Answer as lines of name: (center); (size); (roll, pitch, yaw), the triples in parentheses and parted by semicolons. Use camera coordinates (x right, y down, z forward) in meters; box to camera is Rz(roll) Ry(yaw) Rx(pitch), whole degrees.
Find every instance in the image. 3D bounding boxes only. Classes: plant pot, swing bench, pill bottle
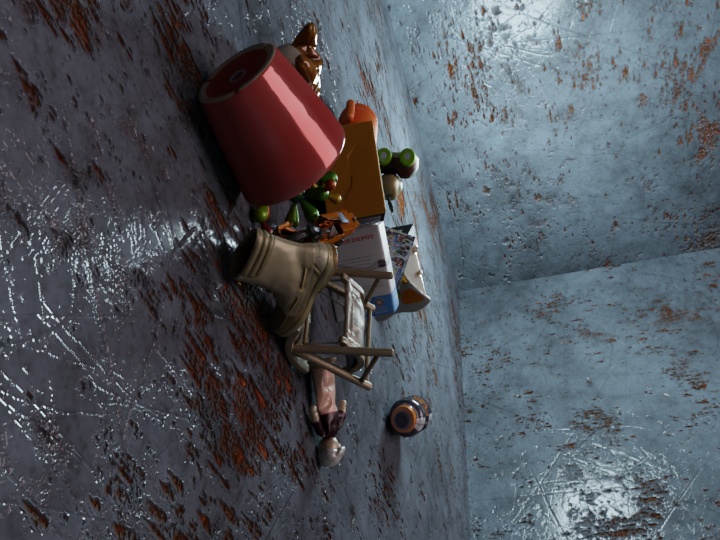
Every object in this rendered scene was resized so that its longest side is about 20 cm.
plant pot: (-0.147, -0.235, 1.001); (0.179, 0.196, 0.204); (56, 27, -39)
swing bench: (-0.047, 0.089, 1.210); (0.131, 0.195, 0.203); (119, -18, -45)
pill bottle: (0.141, 0.420, 1.848); (0.200, 0.103, 0.110); (23, 58, -73)

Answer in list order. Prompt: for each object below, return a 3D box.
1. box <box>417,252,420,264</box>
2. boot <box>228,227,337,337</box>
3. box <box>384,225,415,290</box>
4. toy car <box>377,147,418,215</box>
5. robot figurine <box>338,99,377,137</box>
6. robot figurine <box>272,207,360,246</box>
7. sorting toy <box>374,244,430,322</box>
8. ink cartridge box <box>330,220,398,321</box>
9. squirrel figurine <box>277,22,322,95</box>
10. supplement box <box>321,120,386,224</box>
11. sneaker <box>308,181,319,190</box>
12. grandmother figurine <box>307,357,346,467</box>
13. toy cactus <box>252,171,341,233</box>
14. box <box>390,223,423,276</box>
box: (0.117, 0.031, 1.948); (0.197, 0.021, 0.169); (-13, 99, -45)
boot: (-0.142, 0.022, 1.022); (0.152, 0.201, 0.074); (12, 43, -31)
box: (0.056, -0.033, 1.665); (0.040, 0.133, 0.203); (105, 5, -46)
toy car: (0.116, -0.290, 2.146); (0.164, 0.153, 0.207); (29, 63, -84)
robot figurine: (-0.010, -0.370, 1.738); (0.142, 0.116, 0.203); (31, 40, -24)
robot figurine: (-0.096, -0.049, 1.119); (0.198, 0.145, 0.059); (-19, 70, -49)
sorting toy: (0.089, 0.045, 1.768); (0.105, 0.181, 0.203); (21, 39, -27)
ink cartridge box: (0.000, 0.000, 1.479); (0.084, 0.140, 0.206); (-43, 123, -74)
squirrel figurine: (-0.111, -0.313, 1.201); (0.201, 0.138, 0.190); (89, -22, -62)
supplement box: (-0.022, -0.209, 1.466); (0.200, 0.129, 0.204); (83, -1, -88)
sneaker: (-0.113, -0.185, 1.294); (0.201, 0.073, 0.081); (-64, 144, -66)
grandmother figurine: (-0.065, 0.274, 1.240); (0.119, 0.060, 0.207); (2, 81, -48)
toy cactus: (-0.129, -0.157, 1.140); (0.166, 0.198, 0.102); (52, -25, 6)
box: (0.135, -0.036, 2.115); (0.200, 0.101, 0.187); (-56, 135, -69)
